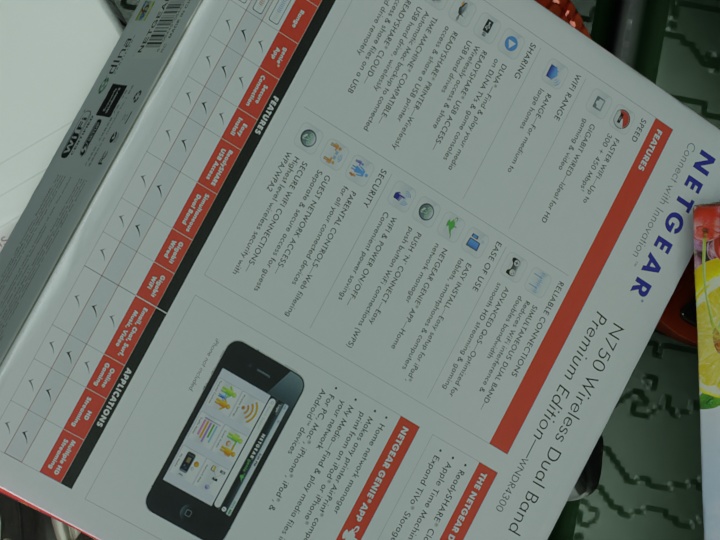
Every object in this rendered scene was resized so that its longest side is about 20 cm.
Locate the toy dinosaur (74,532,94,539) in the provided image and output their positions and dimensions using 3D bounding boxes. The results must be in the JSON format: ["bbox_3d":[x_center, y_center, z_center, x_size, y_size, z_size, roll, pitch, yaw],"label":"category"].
[{"bbox_3d":[-0.045,0.046,0.829,0.088,0.047,0.200,28,88,32],"label":"toy dinosaur"}]

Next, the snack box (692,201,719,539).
[{"bbox_3d":[0.168,0.078,0.824,0.068,0.169,0.200,-4,87,31],"label":"snack box"}]

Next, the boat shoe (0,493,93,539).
[{"bbox_3d":[-0.087,0.105,0.883,0.067,0.057,0.200,-5,93,-15],"label":"boat shoe"}]

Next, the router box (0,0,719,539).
[{"bbox_3d":[-0.006,0.005,0.764,0.179,0.049,0.200,32,81,-25],"label":"router box"}]

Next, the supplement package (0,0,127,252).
[{"bbox_3d":[-0.179,-0.069,0.833,0.191,0.147,0.200,-32,90,-3],"label":"supplement package"}]

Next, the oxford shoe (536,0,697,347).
[{"bbox_3d":[0.052,-0.045,0.861,0.200,0.073,0.071,45,79,-12],"label":"oxford shoe"}]

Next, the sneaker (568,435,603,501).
[{"bbox_3d":[0.000,0.000,0.874,0.090,0.078,0.200,-29,77,21],"label":"sneaker"}]
